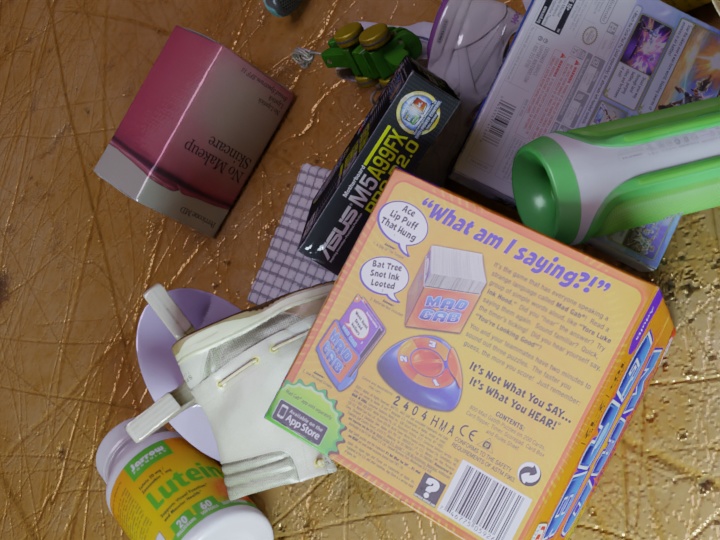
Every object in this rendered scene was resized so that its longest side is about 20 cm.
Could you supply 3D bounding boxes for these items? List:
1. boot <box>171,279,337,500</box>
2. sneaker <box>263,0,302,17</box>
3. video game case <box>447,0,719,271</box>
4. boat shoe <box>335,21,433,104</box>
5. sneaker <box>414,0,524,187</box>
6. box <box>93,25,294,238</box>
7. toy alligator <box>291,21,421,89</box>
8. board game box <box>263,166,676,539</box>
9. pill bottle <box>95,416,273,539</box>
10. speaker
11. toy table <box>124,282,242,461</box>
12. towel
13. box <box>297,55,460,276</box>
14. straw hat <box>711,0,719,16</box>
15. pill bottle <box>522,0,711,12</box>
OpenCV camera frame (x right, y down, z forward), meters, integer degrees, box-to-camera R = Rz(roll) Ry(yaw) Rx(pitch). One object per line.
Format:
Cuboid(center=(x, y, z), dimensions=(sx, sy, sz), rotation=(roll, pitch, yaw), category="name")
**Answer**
Cuboid(center=(-0.044, 0.097, 0.863), dimensions=(0.200, 0.072, 0.155), rotation=(-21, 83, -3), category="boot")
Cuboid(center=(-0.047, -0.390, 1.194), dimensions=(0.091, 0.078, 0.200), rotation=(30, 93, 39), category="sneaker")
Cuboid(center=(0.195, -0.127, 0.818), dimensions=(0.181, 0.045, 0.200), rotation=(26, 88, 0), category="video game case")
Cuboid(center=(0.041, -0.205, 1.034), dimensions=(0.202, 0.075, 0.086), rotation=(20, 83, 45), category="boat shoe")
Cuboid(center=(0.100, -0.155, 0.938), dimensions=(0.100, 0.075, 0.200), rotation=(17, 120, 7), category="sneaker")
Cuboid(center=(-0.192, -0.160, 1.170), dimensions=(0.109, 0.128, 0.200), rotation=(31, 93, 42), category="box")
Cuboid(center=(0.003, -0.221, 0.998), dimensions=(0.054, 0.059, 0.200), rotation=(-43, 34, -19), category="toy alligator")
Cuboid(center=(0.092, 0.075, 0.743), dimensions=(0.200, 0.200, 0.200), rotation=(27, 89, 24), category="board game box")
Cuboid(center=(-0.183, 0.230, 0.997), dimensions=(0.200, 0.111, 0.111), rotation=(35, 94, 43), category="pill bottle")
Cuboid(center=(0.217, -0.076, 0.738), dimensions=(0.200, 0.088, 0.088), rotation=(-14, 51, -14), category="speaker")
Cuboid(center=(-0.134, 0.098, 0.948), dimensions=(0.200, 0.117, 0.184), rotation=(40, 80, 1), category="toy table")
Cuboid(center=(0.000, 0.000, 0.972), dimensions=(0.200, 0.086, 0.166), rotation=(18, 85, 42), category="towel")
Cuboid(center=(0.014, -0.093, 0.824), dimensions=(0.160, 0.044, 0.200), rotation=(-56, 7, 14), category="box")
Cuboid(center=(0.341, -0.192, 0.764), dimensions=(0.201, 0.085, 0.201), rotation=(0, 70, -1), category="straw hat")
Cuboid(center=(0.244, -0.269, 0.869), dimensions=(0.200, 0.113, 0.113), rotation=(-18, 60, 34), category="pill bottle")
